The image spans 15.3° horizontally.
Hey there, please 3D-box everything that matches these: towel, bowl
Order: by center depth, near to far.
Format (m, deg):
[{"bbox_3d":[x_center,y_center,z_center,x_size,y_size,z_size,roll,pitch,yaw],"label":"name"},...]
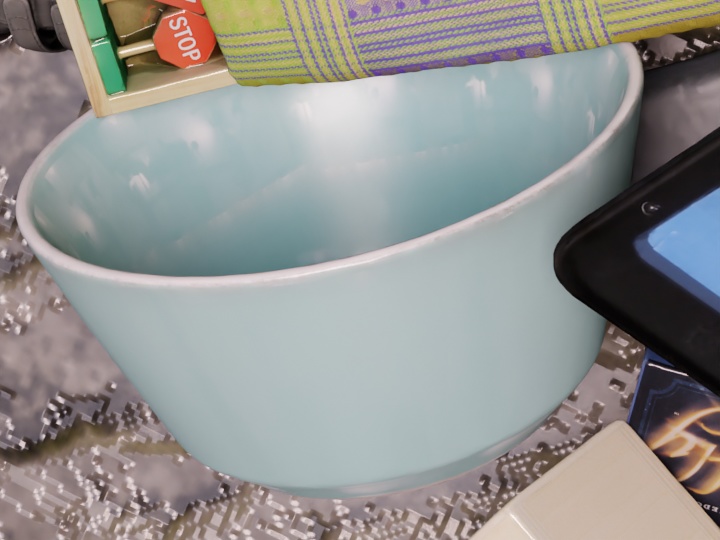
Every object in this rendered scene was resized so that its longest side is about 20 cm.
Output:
[{"bbox_3d":[0.037,-0.130,0.812,0.200,0.023,0.144,-10,118,15],"label":"towel"},{"bbox_3d":[0.000,0.000,0.853,0.201,0.201,0.105,-7,115,14],"label":"bowl"}]

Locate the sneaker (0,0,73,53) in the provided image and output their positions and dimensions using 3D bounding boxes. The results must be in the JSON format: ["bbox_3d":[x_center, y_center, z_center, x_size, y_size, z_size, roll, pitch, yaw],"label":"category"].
[{"bbox_3d":[-0.139,-0.085,0.922,0.099,0.071,0.200,37,100,12],"label":"sneaker"}]

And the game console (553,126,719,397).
[{"bbox_3d":[0.176,0.029,0.693,0.200,0.116,0.176,-35,66,38],"label":"game console"}]

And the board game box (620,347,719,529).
[{"bbox_3d":[0.174,0.106,0.866,0.200,0.035,0.136,16,118,8],"label":"board game box"}]

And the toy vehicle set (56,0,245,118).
[{"bbox_3d":[-0.052,-0.154,0.840,0.124,0.027,0.200,-15,118,3],"label":"toy vehicle set"}]

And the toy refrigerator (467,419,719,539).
[{"bbox_3d":[0.031,0.141,0.870,0.070,0.076,0.200,49,127,8],"label":"toy refrigerator"}]

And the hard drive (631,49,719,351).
[{"bbox_3d":[0.183,-0.019,0.873,0.200,0.033,0.140,-16,94,15],"label":"hard drive"}]
